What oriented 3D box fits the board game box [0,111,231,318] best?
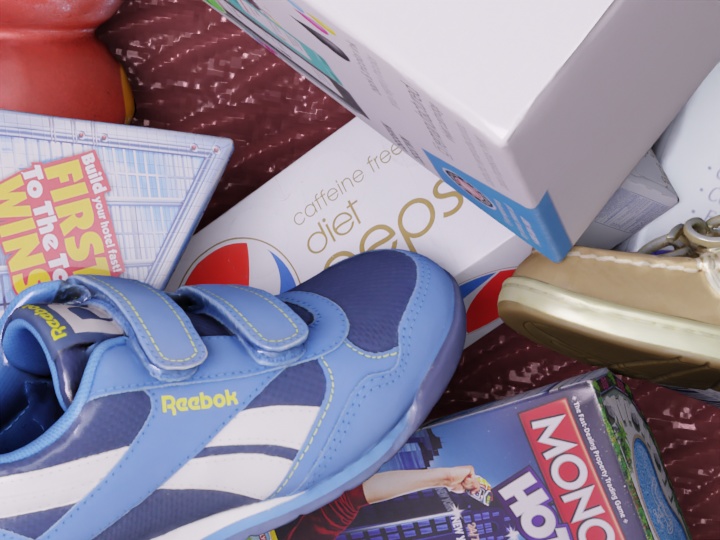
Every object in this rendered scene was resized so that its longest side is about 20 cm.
[{"bbox_3d":[-0.134,0.023,0.818,0.200,0.062,0.200,-7,92,-7],"label":"board game box"}]

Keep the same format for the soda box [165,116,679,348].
[{"bbox_3d":[0.000,0.000,0.871,0.200,0.064,0.068,-35,67,20],"label":"soda box"}]

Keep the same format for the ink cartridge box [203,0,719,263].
[{"bbox_3d":[0.016,-0.129,0.753,0.200,0.147,0.146,37,87,16],"label":"ink cartridge box"}]

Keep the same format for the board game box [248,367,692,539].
[{"bbox_3d":[0.070,0.133,0.861,0.200,0.062,0.200,-17,98,20],"label":"board game box"}]

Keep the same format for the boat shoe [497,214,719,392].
[{"bbox_3d":[0.142,0.008,0.828,0.200,0.073,0.063,8,83,-8],"label":"boat shoe"}]

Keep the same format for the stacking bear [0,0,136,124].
[{"bbox_3d":[-0.115,-0.120,0.887,0.114,0.121,0.200,2,98,-18],"label":"stacking bear"}]

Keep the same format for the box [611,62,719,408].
[{"bbox_3d":[0.185,-0.037,0.919,0.184,0.105,0.200,21,87,-6],"label":"box"}]

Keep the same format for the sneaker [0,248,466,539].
[{"bbox_3d":[-0.055,0.035,0.761,0.200,0.074,0.082,-29,116,-26],"label":"sneaker"}]
